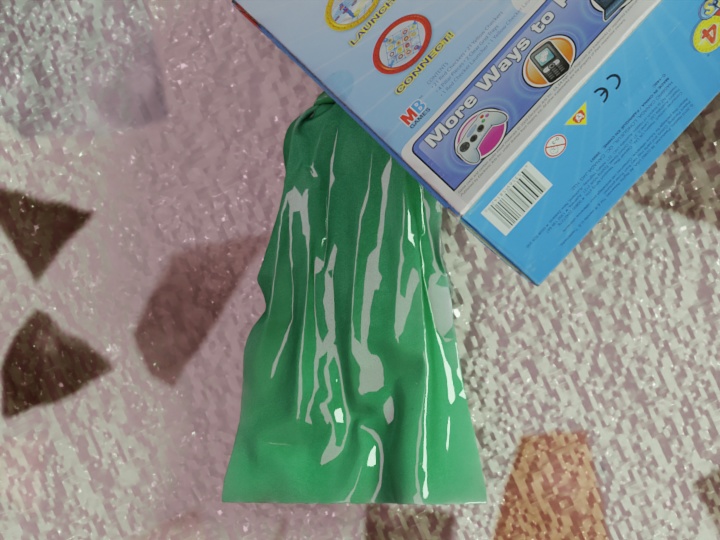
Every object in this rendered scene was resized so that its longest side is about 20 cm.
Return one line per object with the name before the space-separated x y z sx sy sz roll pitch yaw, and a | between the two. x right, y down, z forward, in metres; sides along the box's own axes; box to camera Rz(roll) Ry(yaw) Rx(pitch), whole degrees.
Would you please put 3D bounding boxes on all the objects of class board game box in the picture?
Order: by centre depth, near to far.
board game box | 0.071 -0.125 0.882 0.200 0.056 0.196 -47 42 4

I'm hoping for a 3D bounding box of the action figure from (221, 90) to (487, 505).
action figure | 0.000 0.000 0.974 0.118 0.055 0.200 0 86 14
